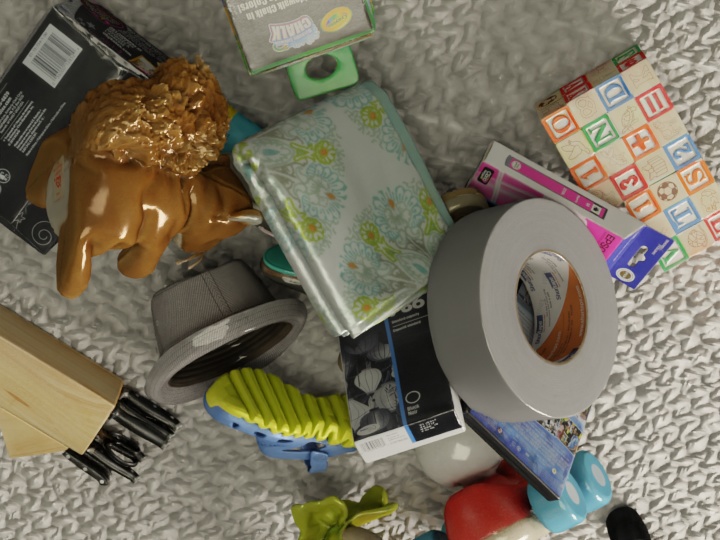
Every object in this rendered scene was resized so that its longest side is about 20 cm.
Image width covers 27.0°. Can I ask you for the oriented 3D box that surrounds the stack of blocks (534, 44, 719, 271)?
[{"bbox_3d":[0.268,-0.101,1.450,0.115,0.059,0.200,-30,108,11],"label":"stack of blocks"}]

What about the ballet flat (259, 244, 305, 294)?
[{"bbox_3d":[0.000,0.000,1.469,0.200,0.068,0.068,-10,132,-13],"label":"ballet flat"}]

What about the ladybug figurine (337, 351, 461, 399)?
[{"bbox_3d":[0.075,0.090,1.479,0.200,0.136,0.072,14,102,19],"label":"ladybug figurine"}]

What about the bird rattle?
[{"bbox_3d":[-0.013,0.331,1.557,0.113,0.163,0.200,0,104,-37],"label":"bird rattle"}]

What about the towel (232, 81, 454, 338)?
[{"bbox_3d":[-0.003,-0.056,1.336,0.048,0.171,0.200,-27,93,49],"label":"towel"}]

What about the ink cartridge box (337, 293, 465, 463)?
[{"bbox_3d":[0.032,0.081,1.401,0.099,0.200,0.039,-20,132,9],"label":"ink cartridge box"}]

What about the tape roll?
[{"bbox_3d":[0.151,0.037,1.371,0.066,0.200,0.200,-11,116,45],"label":"tape roll"}]

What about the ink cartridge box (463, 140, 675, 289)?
[{"bbox_3d":[0.193,-0.043,1.446,0.200,0.037,0.095,27,145,-1],"label":"ink cartridge box"}]

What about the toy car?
[{"bbox_3d":[0.121,0.194,1.535,0.184,0.177,0.200,-31,80,24],"label":"toy car"}]

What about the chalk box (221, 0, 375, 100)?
[{"bbox_3d":[-0.060,-0.258,1.360,0.124,0.124,0.200,-17,111,5],"label":"chalk box"}]

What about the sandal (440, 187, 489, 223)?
[{"bbox_3d":[0.113,0.002,1.456,0.080,0.054,0.200,-24,138,-5],"label":"sandal"}]

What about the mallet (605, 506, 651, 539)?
[{"bbox_3d":[0.347,0.328,1.609,0.200,0.066,0.041,36,108,-13],"label":"mallet"}]

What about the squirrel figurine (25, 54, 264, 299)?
[{"bbox_3d":[-0.170,-0.083,1.303,0.186,0.142,0.200,4,124,-32],"label":"squirrel figurine"}]

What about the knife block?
[{"bbox_3d":[-0.283,0.125,1.537,0.175,0.064,0.200,-10,110,3],"label":"knife block"}]

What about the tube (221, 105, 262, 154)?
[{"bbox_3d":[-0.106,-0.110,1.460,0.200,0.050,0.078,32,101,-5],"label":"tube"}]

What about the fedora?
[{"bbox_3d":[-0.145,0.050,1.467,0.177,0.200,0.090,-25,77,-10],"label":"fedora"}]

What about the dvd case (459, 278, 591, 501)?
[{"bbox_3d":[0.171,0.100,1.440,0.143,0.200,0.018,44,141,-23],"label":"dvd case"}]

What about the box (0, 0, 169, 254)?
[{"bbox_3d":[-0.278,-0.140,1.406,0.132,0.115,0.200,38,106,-5],"label":"box"}]

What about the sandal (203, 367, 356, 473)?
[{"bbox_3d":[-0.078,0.161,1.520,0.200,0.080,0.087,22,126,-34],"label":"sandal"}]

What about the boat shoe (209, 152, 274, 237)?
[{"bbox_3d":[-0.061,-0.044,1.414,0.200,0.067,0.057,26,132,10],"label":"boat shoe"}]
